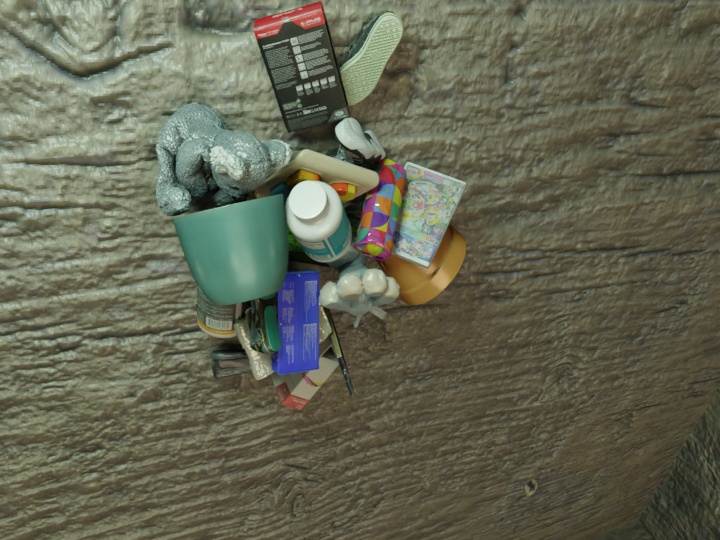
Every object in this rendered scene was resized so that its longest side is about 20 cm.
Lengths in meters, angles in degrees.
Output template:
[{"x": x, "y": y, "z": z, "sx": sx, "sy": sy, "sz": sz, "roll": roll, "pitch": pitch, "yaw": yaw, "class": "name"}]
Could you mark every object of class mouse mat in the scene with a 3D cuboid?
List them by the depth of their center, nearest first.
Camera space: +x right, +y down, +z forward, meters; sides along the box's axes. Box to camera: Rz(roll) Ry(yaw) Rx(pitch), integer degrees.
[{"x": -0.102, "y": -0.070, "z": 1.355, "sx": 0.196, "sy": 0.008, "sz": 0.162, "roll": 8, "pitch": 136, "yaw": -32, "class": "mouse mat"}]

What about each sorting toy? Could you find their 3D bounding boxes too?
[{"x": -0.087, "y": -0.157, "z": 1.234, "sx": 0.181, "sy": 0.038, "sz": 0.198, "roll": 12, "pitch": 157, "yaw": -34, "class": "sorting toy"}]

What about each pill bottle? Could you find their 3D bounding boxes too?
[{"x": -0.079, "y": -0.095, "z": 1.189, "sx": 0.109, "sy": 0.112, "sz": 0.200, "roll": -30, "pitch": 163, "yaw": -3, "class": "pill bottle"}, {"x": -0.274, "y": 0.026, "z": 1.290, "sx": 0.113, "sy": 0.117, "sz": 0.204, "roll": -6, "pitch": 127, "yaw": -24, "class": "pill bottle"}]

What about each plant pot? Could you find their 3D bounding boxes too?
[{"x": -0.214, "y": -0.033, "z": 1.114, "sx": 0.196, "sy": 0.200, "sz": 0.166, "roll": -14, "pitch": 98, "yaw": -17, "class": "plant pot"}, {"x": 0.116, "y": -0.047, "z": 1.407, "sx": 0.139, "sy": 0.201, "sz": 0.200, "roll": 39, "pitch": 103, "yaw": -25, "class": "plant pot"}]

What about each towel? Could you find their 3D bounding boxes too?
[{"x": -0.160, "y": 0.122, "z": 1.329, "sx": 0.197, "sy": 0.034, "sz": 0.135, "roll": -29, "pitch": 108, "yaw": -25, "class": "towel"}]

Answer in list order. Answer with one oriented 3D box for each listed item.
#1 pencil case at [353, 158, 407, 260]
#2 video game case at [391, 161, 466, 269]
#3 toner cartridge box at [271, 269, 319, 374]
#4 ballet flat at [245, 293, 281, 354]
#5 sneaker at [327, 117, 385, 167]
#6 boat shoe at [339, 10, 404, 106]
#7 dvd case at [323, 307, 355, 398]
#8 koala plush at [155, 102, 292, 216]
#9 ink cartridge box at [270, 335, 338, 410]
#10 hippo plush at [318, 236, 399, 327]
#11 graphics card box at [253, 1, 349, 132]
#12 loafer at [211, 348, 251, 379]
[{"x": 0.041, "y": -0.124, "z": 1.284, "sx": 0.086, "sy": 0.205, "sz": 0.089, "roll": 11, "pitch": 157, "yaw": 5, "class": "pencil case"}, {"x": 0.119, "y": -0.118, "z": 1.319, "sx": 0.203, "sy": 0.140, "sz": 0.018, "roll": -63, "pitch": 161, "yaw": -15, "class": "video game case"}, {"x": -0.134, "y": 0.103, "z": 1.297, "sx": 0.093, "sy": 0.043, "sz": 0.206, "roll": -2, "pitch": 97, "yaw": -31, "class": "toner cartridge box"}, {"x": -0.199, "y": 0.061, "z": 1.237, "sx": 0.072, "sy": 0.074, "sz": 0.206, "roll": -1, "pitch": 85, "yaw": -27, "class": "ballet flat"}, {"x": -0.027, "y": -0.221, "z": 1.216, "sx": 0.113, "sy": 0.077, "sz": 0.199, "roll": -34, "pitch": 171, "yaw": 17, "class": "sneaker"}, {"x": 0.011, "y": -0.385, "z": 1.161, "sx": 0.073, "sy": 0.063, "sz": 0.201, "roll": 26, "pitch": 126, "yaw": -21, "class": "boat shoe"}, {"x": -0.053, "y": 0.172, "z": 1.463, "sx": 0.016, "sy": 0.202, "sz": 0.151, "roll": -18, "pitch": 132, "yaw": -3, "class": "dvd case"}, {"x": -0.229, "y": -0.187, "z": 1.067, "sx": 0.176, "sy": 0.196, "sz": 0.189, "roll": -20, "pitch": 113, "yaw": -50, "class": "koala plush"}, {"x": -0.124, "y": 0.218, "z": 1.518, "sx": 0.067, "sy": 0.117, "sz": 0.201, "roll": 26, "pitch": 111, "yaw": -40, "class": "ink cartridge box"}, {"x": 0.000, "y": 0.000, "z": 1.340, "sx": 0.156, "sy": 0.165, "sz": 0.199, "roll": -19, "pitch": 154, "yaw": 22, "class": "hippo plush"}, {"x": -0.099, "y": -0.352, "z": 1.113, "sx": 0.122, "sy": 0.052, "sz": 0.203, "roll": -13, "pitch": 131, "yaw": 5, "class": "graphics card box"}, {"x": -0.248, "y": 0.215, "z": 1.472, "sx": 0.195, "sy": 0.072, "sz": 0.065, "roll": 1, "pitch": 93, "yaw": -21, "class": "loafer"}]
